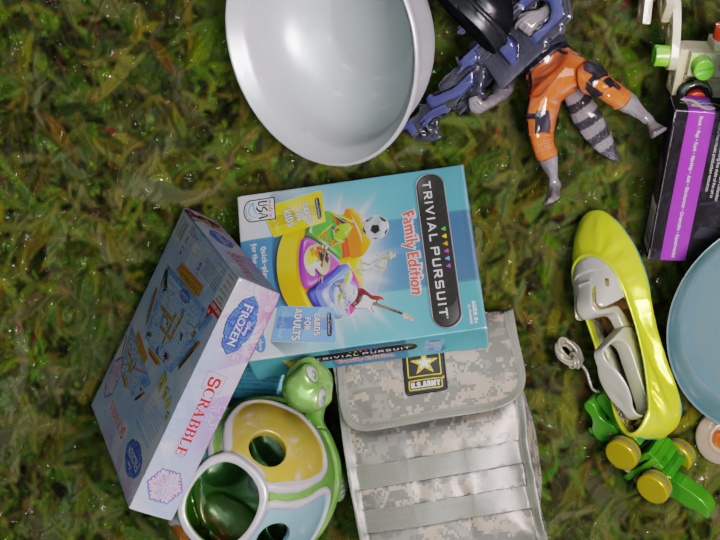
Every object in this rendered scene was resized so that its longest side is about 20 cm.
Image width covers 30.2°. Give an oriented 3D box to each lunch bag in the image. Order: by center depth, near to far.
[{"bbox_3d":[0.067,0.137,1.142,0.162,0.118,0.203,-10,90,6],"label":"lunch bag"}]

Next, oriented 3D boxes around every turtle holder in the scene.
[{"bbox_3d":[-0.077,0.171,1.094,0.184,0.132,0.142,-29,84,12],"label":"turtle holder"}]

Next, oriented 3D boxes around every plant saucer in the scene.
[{"bbox_3d":[0.356,0.045,1.129,0.197,0.027,0.203,0,108,1],"label":"plant saucer"}]

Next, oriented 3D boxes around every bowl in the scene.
[{"bbox_3d":[-0.010,-0.196,1.094,0.199,0.090,0.204,18,121,32],"label":"bowl"}]

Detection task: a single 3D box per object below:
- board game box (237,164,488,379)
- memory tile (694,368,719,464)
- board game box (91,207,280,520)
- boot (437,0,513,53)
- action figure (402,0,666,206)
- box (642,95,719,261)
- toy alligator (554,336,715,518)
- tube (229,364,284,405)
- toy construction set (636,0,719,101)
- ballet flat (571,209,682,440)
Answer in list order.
[{"bbox_3d":[0.000,0.000,1.124,0.197,0.047,0.153,-8,66,4],"label":"board game box"},{"bbox_3d":[0.398,0.103,1.172,0.197,0.017,0.156,5,97,2],"label":"memory tile"},{"bbox_3d":[-0.150,0.070,1.100,0.041,0.200,0.201,23,99,-25],"label":"board game box"},{"bbox_3d":[0.115,-0.281,1.056,0.168,0.201,0.076,-41,130,9],"label":"boot"},{"bbox_3d":[0.136,-0.156,1.129,0.199,0.104,0.195,-33,88,33],"label":"action figure"},{"bbox_3d":[0.346,-0.071,1.113,0.197,0.036,0.144,4,123,1],"label":"box"},{"bbox_3d":[0.229,0.144,1.170,0.200,0.059,0.054,47,140,2],"label":"toy alligator"},{"bbox_3d":[-0.089,0.150,1.185,0.076,0.050,0.203,1,95,6],"label":"tube"},{"bbox_3d":[0.315,-0.199,1.098,0.197,0.092,0.133,10,122,9],"label":"toy construction set"},{"bbox_3d":[0.215,0.047,1.124,0.066,0.067,0.202,-13,83,-38],"label":"ballet flat"}]
